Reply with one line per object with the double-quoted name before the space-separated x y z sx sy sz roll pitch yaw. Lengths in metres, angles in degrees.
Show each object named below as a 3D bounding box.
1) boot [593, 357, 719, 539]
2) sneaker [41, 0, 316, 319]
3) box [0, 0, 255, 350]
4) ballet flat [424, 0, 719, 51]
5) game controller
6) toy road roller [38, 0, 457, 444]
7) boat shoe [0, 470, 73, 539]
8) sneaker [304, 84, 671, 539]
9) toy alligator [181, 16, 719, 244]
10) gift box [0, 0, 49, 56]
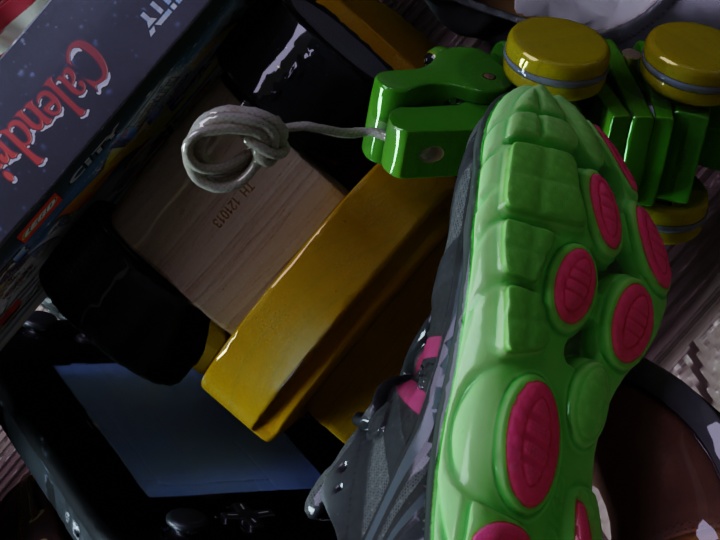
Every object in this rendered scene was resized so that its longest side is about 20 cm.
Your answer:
"boot" 0.048 0.132 0.727 0.200 0.068 0.188 -46 46 1
"sneaker" -0.066 -0.052 1.062 0.200 0.078 0.085 -41 12 29
"box" -0.106 -0.023 0.857 0.200 0.038 0.137 -50 -4 -3
"ballet flat" 0.068 -0.099 0.910 0.200 0.068 0.068 13 73 56
"game controller" -0.058 0.058 0.918 0.200 0.104 0.042 -136 41 -59
"toy road roller" 0.000 0.000 0.898 0.123 0.146 0.200 -49 -4 11
"boat shoe" -0.081 0.114 0.924 0.071 0.070 0.200 -60 32 2
"sneaker" 0.025 0.036 0.720 0.083 0.077 0.201 -15 47 40
"toy alligator" 0.043 -0.047 0.803 0.054 0.198 0.060 -109 24 -54
"gift box" -0.174 -0.146 1.168 0.200 0.184 0.187 -49 31 23
